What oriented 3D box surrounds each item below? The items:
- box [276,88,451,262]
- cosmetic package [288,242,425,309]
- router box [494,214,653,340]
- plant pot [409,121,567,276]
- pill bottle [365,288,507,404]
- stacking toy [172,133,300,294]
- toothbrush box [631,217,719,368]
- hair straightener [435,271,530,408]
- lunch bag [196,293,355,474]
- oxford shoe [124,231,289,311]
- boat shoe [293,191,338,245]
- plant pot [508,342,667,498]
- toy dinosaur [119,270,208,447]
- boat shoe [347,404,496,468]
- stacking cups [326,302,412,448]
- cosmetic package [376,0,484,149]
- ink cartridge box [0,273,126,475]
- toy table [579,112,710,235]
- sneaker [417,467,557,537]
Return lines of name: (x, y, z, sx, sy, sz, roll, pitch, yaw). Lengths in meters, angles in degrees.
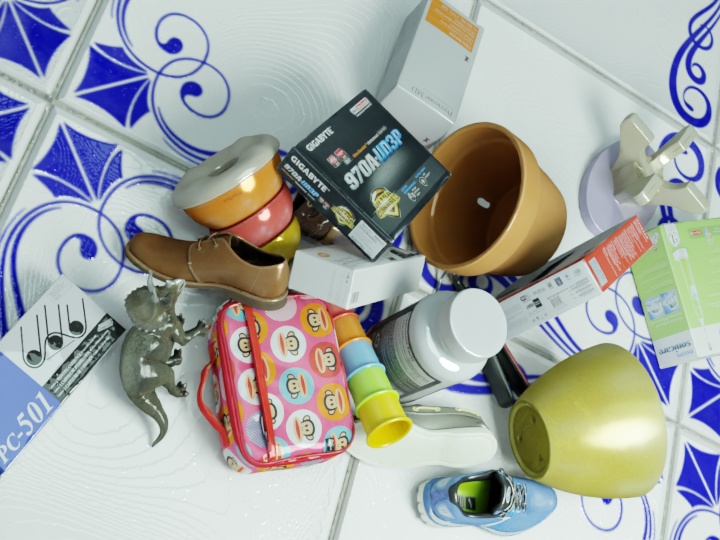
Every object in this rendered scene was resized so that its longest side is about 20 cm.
box: (0.010, -0.119, 1.287, 0.159, 0.046, 0.200, 44, 38, -1)
cosmetic package: (0.000, 0.000, 1.286, 0.199, 0.082, 0.051, -12, 116, -63)
router box: (0.261, 0.016, 1.393, 0.179, 0.199, 0.049, -32, 90, -50)
plant pot: (0.182, -0.078, 1.419, 0.139, 0.199, 0.203, 22, 63, -39)
pill bottle: (0.088, 0.089, 1.292, 0.109, 0.199, 0.112, 10, 68, -27)
stacking toy: (-0.122, -0.048, 1.287, 0.146, 0.145, 0.202, -43, 114, -33)
toothbrush box: (0.502, 0.032, 1.613, 0.144, 0.086, 0.203, -8, 77, -31)
hair straightener: (0.153, 0.092, 1.422, 0.076, 0.041, 0.202, -24, 87, -33)
lunch bag: (-0.107, 0.132, 1.244, 0.174, 0.082, 0.203, -5, 73, -27)
oxford shoe: (-0.174, -0.018, 1.228, 0.197, 0.072, 0.072, 14, 35, 2)
boat shoe: (-0.035, -0.134, 1.375, 0.070, 0.070, 0.202, 31, 61, -21)
plant pot: (0.274, 0.204, 1.370, 0.140, 0.200, 0.203, -8, 77, -22)
toy dinosaur: (-0.231, 0.092, 1.181, 0.101, 0.077, 0.203, 7, 105, -46)
boat shoe: (0.069, 0.202, 1.327, 0.198, 0.073, 0.061, 6, 29, -15)
stacking cups: (-0.005, 0.116, 1.286, 0.060, 0.061, 0.201, -5, 50, -30)
cosmetic package: (0.096, -0.281, 1.485, 0.101, 0.071, 0.202, 30, 54, -17)
ink cartridge box: (-0.349, 0.109, 1.132, 0.094, 0.044, 0.201, 41, 59, -9)
toy table: (0.429, -0.140, 1.613, 0.183, 0.117, 0.201, 38, 58, -13)
sneaker: (0.173, 0.292, 1.337, 0.197, 0.089, 0.080, 5, 71, -30)
